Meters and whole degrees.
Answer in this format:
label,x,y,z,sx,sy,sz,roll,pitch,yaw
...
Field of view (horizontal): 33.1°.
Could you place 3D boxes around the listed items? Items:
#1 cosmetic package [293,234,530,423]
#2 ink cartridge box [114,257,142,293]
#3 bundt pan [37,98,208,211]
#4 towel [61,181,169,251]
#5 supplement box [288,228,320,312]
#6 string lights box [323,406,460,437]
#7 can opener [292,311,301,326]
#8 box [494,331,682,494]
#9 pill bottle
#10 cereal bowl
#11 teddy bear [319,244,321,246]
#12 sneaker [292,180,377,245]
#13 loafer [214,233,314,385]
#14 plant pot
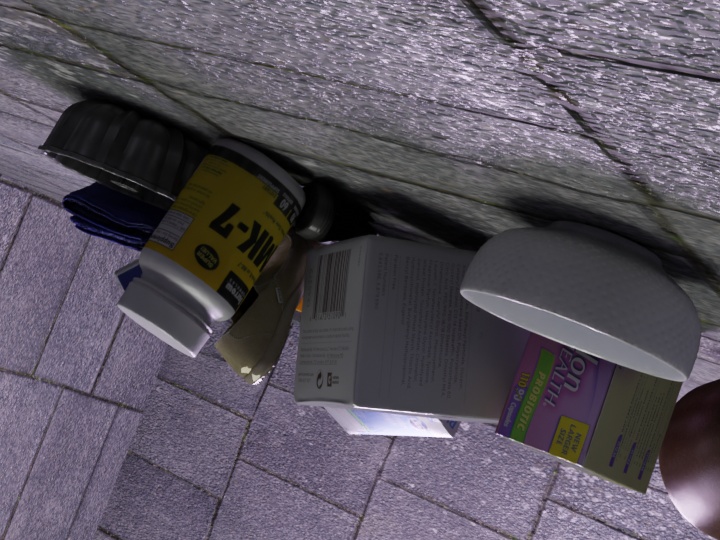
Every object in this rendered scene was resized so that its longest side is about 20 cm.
label,x,y,z,sx,sy,sz,roll,pitch,yaw
cosmetic package,0.056,0.065,1.237,0.198,0.167,0.165,9,172,-22
ink cartridge box,-0.175,-0.028,1.419,0.041,0.198,0.200,62,-177,-1
bundt pan,-0.245,-0.126,1.324,0.200,0.077,0.202,22,175,2
towel,-0.249,-0.078,1.478,0.146,0.050,0.200,22,-153,18
supplement box,-0.081,-0.008,1.616,0.125,0.074,0.200,22,-170,14
string lights box,0.032,0.157,1.529,0.199,0.059,0.103,-6,132,49
can opener,-0.043,0.087,1.602,0.198,0.068,0.053,23,-167,16
box,0.239,0.111,1.197,0.096,0.178,0.200,17,173,33
pill bottle,-0.152,-0.022,1.223,0.114,0.201,0.114,30,168,7
cereal bowl,0.184,0.016,0.976,0.198,0.084,0.200,21,174,2
teddy bear,0.000,0.000,1.418,0.143,0.067,0.201,-11,-154,13
sneaker,-0.022,-0.050,1.310,0.103,0.061,0.200,24,180,-13
loafer,-0.102,0.027,1.289,0.068,0.201,0.076,33,133,-18
plant pot,0.434,0.182,1.283,0.185,0.189,0.200,21,160,4
